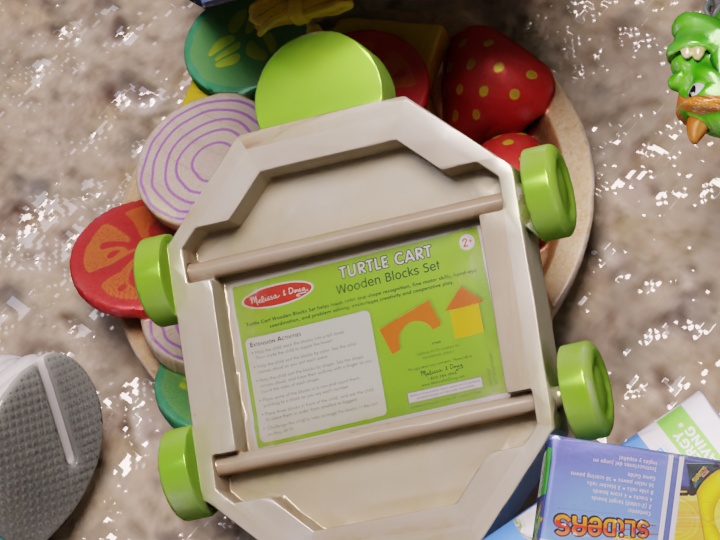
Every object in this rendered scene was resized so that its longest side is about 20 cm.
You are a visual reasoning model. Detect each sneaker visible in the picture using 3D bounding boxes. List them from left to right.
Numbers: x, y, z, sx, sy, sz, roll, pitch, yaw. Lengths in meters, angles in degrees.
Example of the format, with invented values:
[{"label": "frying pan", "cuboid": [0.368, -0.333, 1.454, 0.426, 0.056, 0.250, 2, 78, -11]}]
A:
[{"label": "sneaker", "cuboid": [-0.169, 0.118, 0.873, 0.080, 0.070, 0.201, 6, 58, 39]}]

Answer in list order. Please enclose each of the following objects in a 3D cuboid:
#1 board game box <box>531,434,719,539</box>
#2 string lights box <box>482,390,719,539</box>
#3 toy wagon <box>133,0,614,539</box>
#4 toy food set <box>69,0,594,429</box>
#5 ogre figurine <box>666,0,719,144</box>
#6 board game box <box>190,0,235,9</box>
[{"label": "board game box", "cuboid": [0.144, 0.131, 0.708, 0.199, 0.034, 0.136, 9, 82, 4]}, {"label": "string lights box", "cuboid": [0.061, 0.142, 0.774, 0.200, 0.059, 0.103, -34, 59, -3]}, {"label": "toy wagon", "cuboid": [0.000, 0.000, 0.819, 0.155, 0.040, 0.201, -12, 77, 16]}, {"label": "toy food set", "cuboid": [-0.010, -0.021, 0.906, 0.197, 0.049, 0.201, 7, 63, 23]}, {"label": "ogre figurine", "cuboid": [0.157, -0.098, 0.824, 0.098, 0.200, 0.120, 5, 75, -23]}, {"label": "board game box", "cuboid": [-0.003, -0.133, 0.887, 0.135, 0.200, 0.035, -16, 99, -3]}]
